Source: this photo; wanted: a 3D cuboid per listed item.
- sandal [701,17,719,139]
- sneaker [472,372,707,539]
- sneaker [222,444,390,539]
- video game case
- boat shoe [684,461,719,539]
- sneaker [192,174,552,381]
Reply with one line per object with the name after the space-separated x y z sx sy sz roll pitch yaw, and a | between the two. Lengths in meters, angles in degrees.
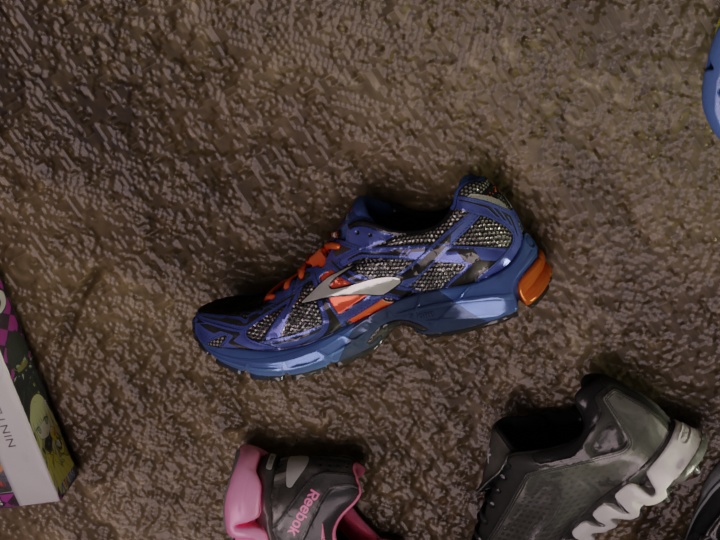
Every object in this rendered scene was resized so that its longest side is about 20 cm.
0.228 -0.126 0.984 0.079 0.087 0.200 34 124 -7 | sandal
0.093 0.126 1.178 0.090 0.067 0.200 43 117 -7 | sneaker
-0.018 0.190 1.244 0.094 0.079 0.202 -7 118 6 | sneaker
-0.287 0.065 1.263 0.198 0.036 0.183 -8 115 20 | video game case
0.199 0.178 1.179 0.068 0.057 0.201 25 122 0 | boat shoe
0.000 0.000 1.135 0.198 0.075 0.079 -17 105 14 | sneaker
